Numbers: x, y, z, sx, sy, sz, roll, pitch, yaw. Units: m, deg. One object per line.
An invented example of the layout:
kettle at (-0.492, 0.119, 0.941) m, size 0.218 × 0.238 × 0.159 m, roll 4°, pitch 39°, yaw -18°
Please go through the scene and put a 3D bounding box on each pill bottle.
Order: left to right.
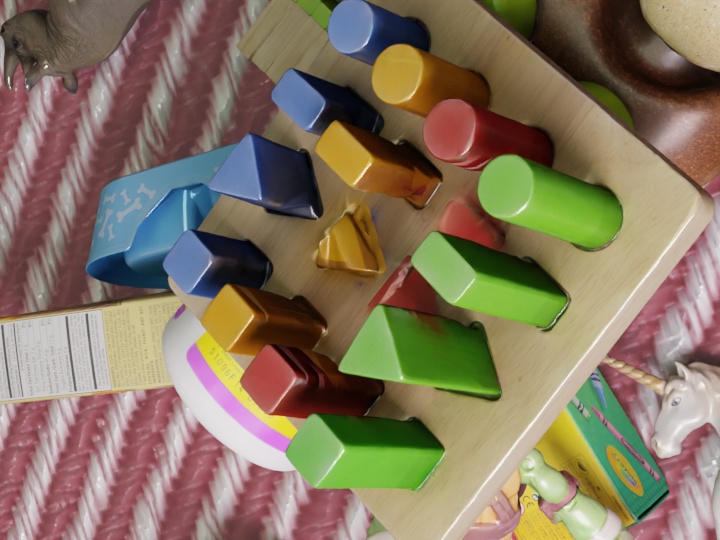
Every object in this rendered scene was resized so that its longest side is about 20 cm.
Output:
pill bottle at (0.000, 0.000, 0.903) m, size 0.200 × 0.104 × 0.104 m, roll -45°, pitch 71°, yaw 19°

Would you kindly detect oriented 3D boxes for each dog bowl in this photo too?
dog bowl at (-0.071, -0.033, 1.052) m, size 0.199 × 0.111 × 0.050 m, roll -14°, pitch 74°, yaw 33°

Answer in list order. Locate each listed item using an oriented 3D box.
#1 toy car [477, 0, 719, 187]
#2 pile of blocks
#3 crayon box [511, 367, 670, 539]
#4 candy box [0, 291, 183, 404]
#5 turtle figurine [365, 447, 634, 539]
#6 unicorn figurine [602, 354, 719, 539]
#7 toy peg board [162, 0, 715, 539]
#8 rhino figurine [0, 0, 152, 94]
toy car at (0.156, -0.145, 0.836) m, size 0.158 × 0.164 × 0.200 m, roll 56°, pitch 133°, yaw 16°
pile of blocks at (-0.005, -0.191, 1.026) m, size 0.082 × 0.062 × 0.201 m, roll 22°, pitch 114°, yaw 17°
crayon box at (0.061, 0.066, 0.986) m, size 0.119 × 0.058 × 0.201 m, roll -34°, pitch 85°, yaw 30°
candy box at (-0.117, 0.041, 1.080) m, size 0.199 × 0.115 × 0.056 m, roll -9°, pitch 89°, yaw 33°
turtle figurine at (0.063, 0.157, 0.871) m, size 0.200 × 0.144 × 0.195 m, roll 36°, pitch 136°, yaw 20°
unicorn figurine at (0.196, 0.117, 0.895) m, size 0.200 × 0.073 × 0.138 m, roll 3°, pitch 86°, yaw 58°
toy peg board at (0.006, -0.016, 0.780) m, size 0.199 × 0.098 × 0.200 m, roll 45°, pitch 107°, yaw 29°
rhino figurine at (-0.167, -0.176, 1.127) m, size 0.200 × 0.060 × 0.088 m, roll -43°, pitch 71°, yaw 30°
